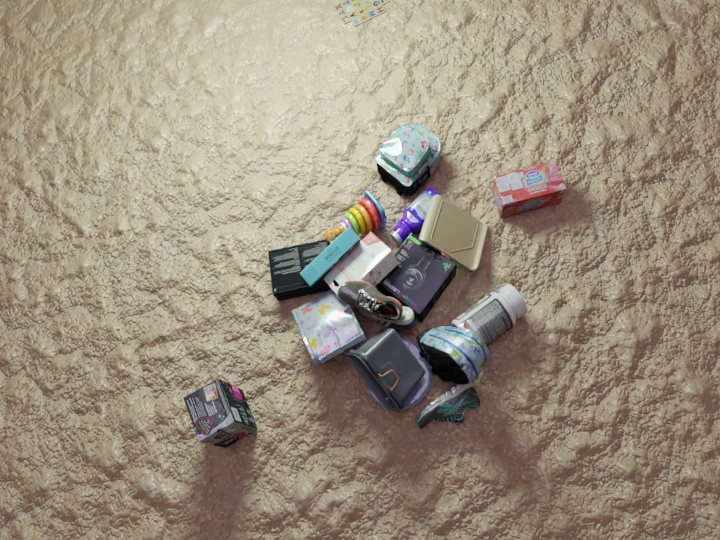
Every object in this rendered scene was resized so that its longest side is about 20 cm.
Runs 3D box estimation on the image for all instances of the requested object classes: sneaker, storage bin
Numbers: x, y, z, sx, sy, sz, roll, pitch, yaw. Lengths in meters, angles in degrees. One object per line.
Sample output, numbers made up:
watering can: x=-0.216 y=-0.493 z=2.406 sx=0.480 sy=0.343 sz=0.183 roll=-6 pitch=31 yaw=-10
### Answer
sneaker: x=0.030 y=0.083 z=1.559 sx=0.195 sy=0.082 sz=0.079 roll=19 pitch=97 yaw=-5
sneaker: x=0.077 y=0.141 z=1.676 sx=0.197 sy=0.086 sz=0.075 roll=17 pitch=53 yaw=39
sneaker: x=0.244 y=0.384 z=1.559 sx=0.197 sy=0.078 sz=0.092 roll=-33 pitch=73 yaw=-3
storage bin: x=0.079 y=0.258 z=1.536 sx=0.134 sy=0.145 sz=0.201 roll=-42 pitch=100 yaw=-19

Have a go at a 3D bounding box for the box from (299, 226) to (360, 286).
box: x=-0.088 y=-0.039 z=1.662 sx=0.199 sy=0.082 sz=0.049 roll=-43 pitch=89 yaw=-3

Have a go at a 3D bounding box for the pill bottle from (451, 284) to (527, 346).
pill bottle: x=0.366 y=0.136 z=1.609 sx=0.198 sy=0.114 sz=0.115 roll=-34 pitch=69 yaw=-5

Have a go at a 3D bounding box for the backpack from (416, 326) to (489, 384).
backpack: x=0.252 y=0.226 z=1.519 sx=0.152 sy=0.200 sz=0.165 roll=-34 pitch=95 yaw=-2

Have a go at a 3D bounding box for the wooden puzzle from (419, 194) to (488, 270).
wooden puzzle: x=0.279 y=-0.112 z=1.708 sx=0.196 sy=0.037 sz=0.188 roll=27 pitch=56 yaw=-7

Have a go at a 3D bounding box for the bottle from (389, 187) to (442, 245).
bottle: x=0.174 y=-0.165 z=1.772 sx=0.200 sy=0.065 sz=0.083 roll=-44 pitch=71 yaw=-9

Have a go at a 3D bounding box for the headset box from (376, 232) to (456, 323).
headset box: x=0.170 y=0.016 z=1.692 sx=0.173 sy=0.093 sz=0.201 roll=36 pitch=78 yaw=18

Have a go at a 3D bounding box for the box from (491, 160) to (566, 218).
box: x=0.510 y=-0.246 z=1.739 sx=0.195 sy=0.095 sz=0.105 roll=-15 pitch=68 yaw=2

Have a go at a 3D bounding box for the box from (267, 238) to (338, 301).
box: x=-0.176 y=-0.002 z=1.755 sx=0.194 sy=0.079 sz=0.145 roll=-11 pitch=67 yaw=3

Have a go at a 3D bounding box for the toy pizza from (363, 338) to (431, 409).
toy pizza: x=0.105 y=0.296 z=1.632 sx=0.194 sy=0.032 sz=0.206 roll=-2 pitch=71 yaw=6

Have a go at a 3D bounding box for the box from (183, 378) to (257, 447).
box: x=-0.383 y=0.399 z=1.571 sx=0.113 sy=0.201 sz=0.134 roll=-28 pitch=68 yaw=-2

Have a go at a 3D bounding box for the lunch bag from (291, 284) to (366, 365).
lunch bag: x=-0.087 y=0.171 z=1.630 sx=0.167 sy=0.129 sz=0.201 roll=-29 pitch=38 yaw=-4

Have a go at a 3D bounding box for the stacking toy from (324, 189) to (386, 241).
stacking toy: x=-0.025 y=-0.143 z=1.746 sx=0.197 sy=0.117 sz=0.111 roll=-30 pitch=65 yaw=-18

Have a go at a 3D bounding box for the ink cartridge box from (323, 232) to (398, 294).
ink cartridge box: x=0.000 y=0.000 z=1.656 sx=0.199 sy=0.068 sz=0.116 roll=-42 pitch=46 yaw=-4

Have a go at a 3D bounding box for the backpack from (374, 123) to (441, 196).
backpack: x=0.159 y=-0.367 z=1.812 sx=0.200 sy=0.151 sz=0.177 roll=-43 pitch=69 yaw=-14
